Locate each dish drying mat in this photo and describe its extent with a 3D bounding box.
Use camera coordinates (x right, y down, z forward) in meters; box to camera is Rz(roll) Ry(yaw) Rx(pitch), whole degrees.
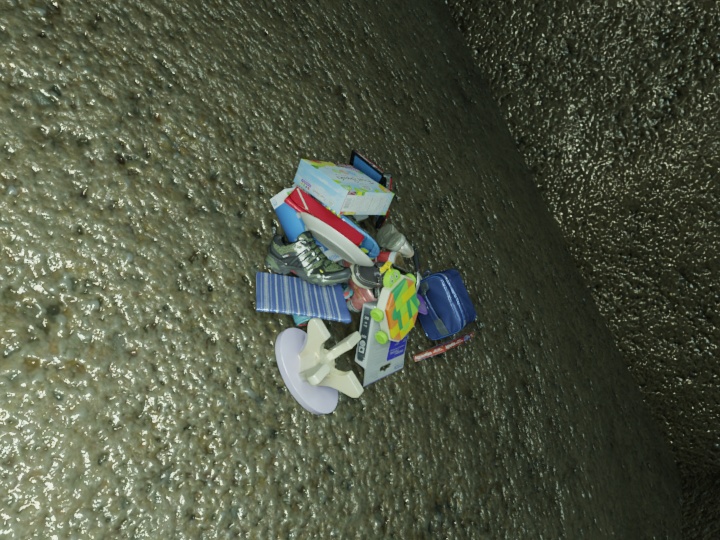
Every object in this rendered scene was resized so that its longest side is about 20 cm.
[{"bbox_3d":[-0.080,-0.120,1.193,0.199,0.018,0.077,35,33,-4],"label":"dish drying mat"}]

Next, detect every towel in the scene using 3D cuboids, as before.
[{"bbox_3d":[-0.122,0.058,1.082,0.197,0.024,0.145,9,27,-17],"label":"towel"}]

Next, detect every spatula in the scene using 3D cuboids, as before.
[{"bbox_3d":[0.151,0.023,1.368,0.056,0.020,0.203,25,54,-40],"label":"spatula"}]

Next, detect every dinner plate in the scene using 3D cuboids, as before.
[{"bbox_3d":[-0.057,-0.061,1.145,0.200,0.199,0.024,40,81,-30],"label":"dinner plate"}]

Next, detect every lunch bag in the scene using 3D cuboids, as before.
[{"bbox_3d":[0.237,0.094,1.529,0.132,0.135,0.203,-22,86,-54],"label":"lunch bag"}]

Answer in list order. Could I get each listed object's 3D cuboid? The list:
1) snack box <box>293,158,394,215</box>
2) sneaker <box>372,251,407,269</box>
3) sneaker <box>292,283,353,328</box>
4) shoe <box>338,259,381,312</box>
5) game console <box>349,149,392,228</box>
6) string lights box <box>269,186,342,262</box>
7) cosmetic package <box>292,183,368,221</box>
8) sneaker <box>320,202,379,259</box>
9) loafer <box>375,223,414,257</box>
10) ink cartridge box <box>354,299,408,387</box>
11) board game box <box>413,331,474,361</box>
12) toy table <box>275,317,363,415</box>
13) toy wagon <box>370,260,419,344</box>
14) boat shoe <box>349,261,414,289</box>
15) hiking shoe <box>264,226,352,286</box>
[{"bbox_3d":[-0.037,-0.203,1.274,0.168,0.068,0.199,38,26,28],"label":"snack box"},{"bbox_3d":[0.066,0.003,1.433,0.201,0.111,0.072,67,39,-56],"label":"sneaker"},{"bbox_3d":[-0.090,0.053,1.195,0.199,0.079,0.097,-27,88,-54],"label":"sneaker"},{"bbox_3d":[0.000,0.000,1.327,0.071,0.090,0.203,15,58,-46],"label":"shoe"},{"bbox_3d":[0.019,-0.221,1.450,0.116,0.200,0.176,6,85,-3],"label":"game console"},{"bbox_3d":[-0.130,-0.098,1.252,0.102,0.058,0.202,-25,89,-57],"label":"string lights box"},{"bbox_3d":[-0.076,-0.183,1.379,0.199,0.051,0.153,-26,91,-54],"label":"cosmetic package"},{"bbox_3d":[-0.022,-0.106,1.285,0.199,0.071,0.083,43,33,-16],"label":"sneaker"},{"bbox_3d":[0.095,-0.078,1.452,0.063,0.072,0.200,39,5,-19],"label":"loafer"},{"bbox_3d":[0.060,0.169,1.298,0.197,0.043,0.204,-7,109,-55],"label":"ink cartridge box"},{"bbox_3d":[0.244,0.218,1.490,0.199,0.102,0.020,-9,74,-53],"label":"board game box"},{"bbox_3d":[-0.080,0.198,1.087,0.201,0.116,0.184,52,37,-14],"label":"toy table"},{"bbox_3d":[0.083,0.072,1.217,0.155,0.039,0.202,-43,135,-37],"label":"toy wagon"},{"bbox_3d":[0.056,0.009,1.261,0.198,0.064,0.073,13,64,-46],"label":"boat shoe"},{"bbox_3d":[-0.110,-0.031,1.123,0.197,0.102,0.076,13,15,2],"label":"hiking shoe"}]
